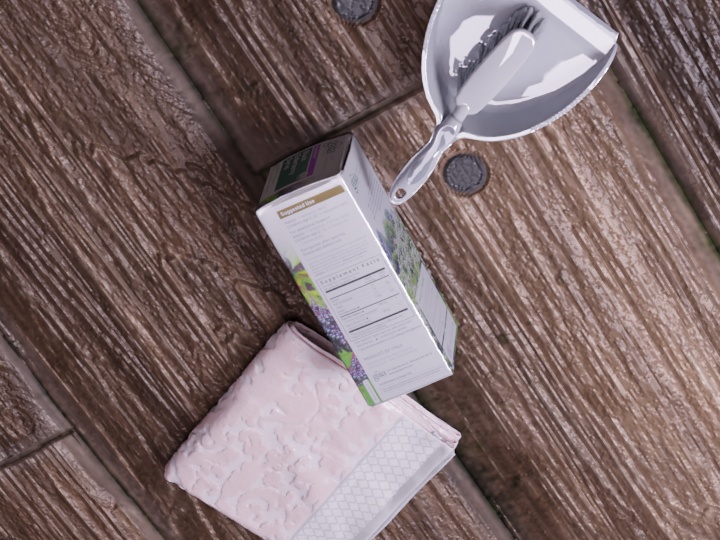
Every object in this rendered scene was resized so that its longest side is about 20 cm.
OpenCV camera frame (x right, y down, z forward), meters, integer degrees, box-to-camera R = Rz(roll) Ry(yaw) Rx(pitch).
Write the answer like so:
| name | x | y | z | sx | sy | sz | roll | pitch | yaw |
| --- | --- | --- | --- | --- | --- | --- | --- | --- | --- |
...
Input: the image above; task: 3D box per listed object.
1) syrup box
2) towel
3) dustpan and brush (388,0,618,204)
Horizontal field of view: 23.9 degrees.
| name | x | y | z | sx | sy | sz | roll | pitch | yaw |
| --- | --- | --- | --- | --- | --- | --- | --- | --- | --- |
| syrup box | 0.000 | 0.000 | 1.365 | 0.081 | 0.079 | 0.200 | -23 | 114 | 18 |
| towel | -0.044 | 0.162 | 1.486 | 0.191 | 0.032 | 0.200 | 35 | 116 | -13 |
| dustpan and brush | 0.085 | -0.132 | 1.293 | 0.139 | 0.057 | 0.200 | 34 | 117 | -13 |
